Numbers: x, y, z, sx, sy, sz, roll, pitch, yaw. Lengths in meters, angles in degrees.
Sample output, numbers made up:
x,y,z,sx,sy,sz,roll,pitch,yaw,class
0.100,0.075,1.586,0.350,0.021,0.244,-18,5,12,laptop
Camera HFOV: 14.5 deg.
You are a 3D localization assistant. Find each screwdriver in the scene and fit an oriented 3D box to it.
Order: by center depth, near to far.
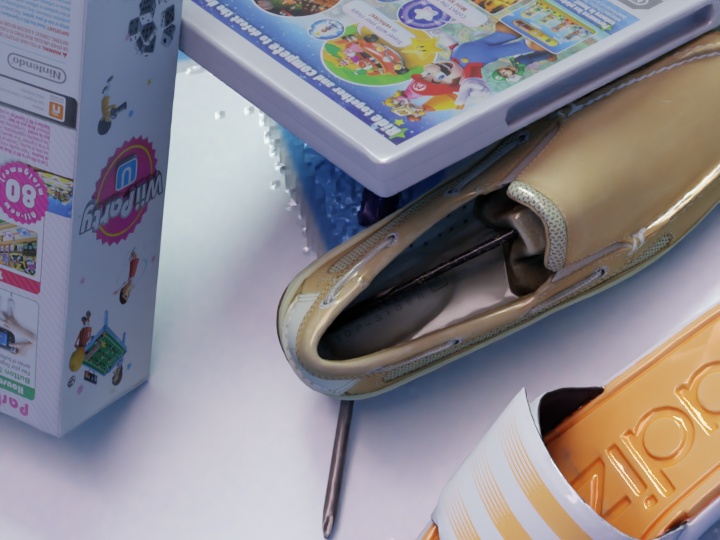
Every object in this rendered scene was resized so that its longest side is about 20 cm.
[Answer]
x,y,z,sx,sy,sz,roll,pitch,yaw,class
0.000,0.000,1.025,0.029,0.028,0.201,-4,68,47,screwdriver

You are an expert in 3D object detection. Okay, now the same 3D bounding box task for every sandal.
x,y,z,sx,sy,sz,roll,pitch,yaw,class
0.079,0.063,0.934,0.207,0.059,0.079,-43,56,4,sandal

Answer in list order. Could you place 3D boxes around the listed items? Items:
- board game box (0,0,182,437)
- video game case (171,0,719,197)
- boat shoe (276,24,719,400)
x,y,z,sx,sy,sz,roll,pitch,yaw,class
-0.143,-0.060,0.995,0.147,0.201,0.064,20,30,23,board game box
0.041,-0.103,0.998,0.200,0.018,0.143,-28,45,-28,video game case
0.063,-0.017,0.967,0.200,0.076,0.072,-36,93,-3,boat shoe
